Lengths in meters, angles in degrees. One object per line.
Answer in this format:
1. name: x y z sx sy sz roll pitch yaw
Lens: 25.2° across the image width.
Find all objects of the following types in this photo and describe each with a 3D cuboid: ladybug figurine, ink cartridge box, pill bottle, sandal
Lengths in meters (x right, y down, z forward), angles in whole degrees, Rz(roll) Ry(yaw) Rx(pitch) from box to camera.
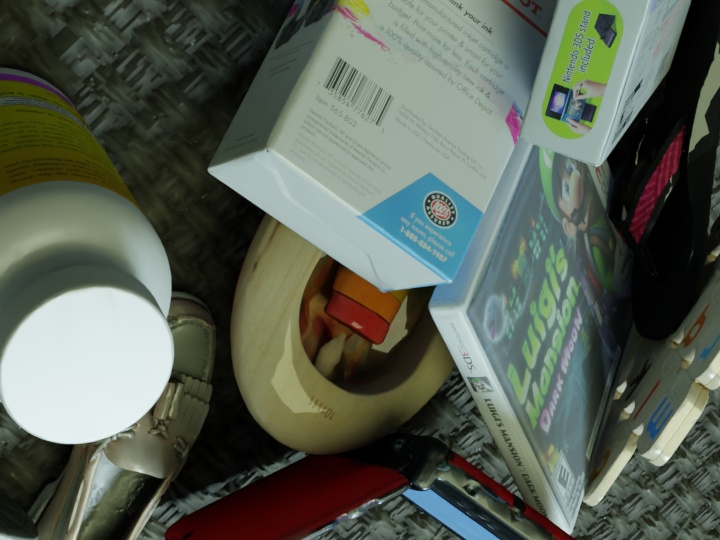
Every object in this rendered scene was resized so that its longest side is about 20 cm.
1. ladybug figurine: 0.000 0.000 0.852 0.135 0.072 0.201 38 77 -25
2. ink cartridge box: 0.025 -0.105 0.785 0.115 0.068 0.201 35 69 -23
3. pill bottle: -0.146 -0.009 0.715 0.103 0.200 0.105 -12 122 -20
4. sandal: 0.171 -0.062 0.917 0.045 0.075 0.202 5 100 -16

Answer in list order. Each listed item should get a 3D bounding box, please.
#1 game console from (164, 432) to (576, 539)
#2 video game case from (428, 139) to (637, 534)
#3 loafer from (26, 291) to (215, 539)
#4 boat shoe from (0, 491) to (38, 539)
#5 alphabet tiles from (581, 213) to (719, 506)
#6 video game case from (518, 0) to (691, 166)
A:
1. game console: 0.006 0.151 0.867 0.172 0.200 0.119 36 80 -10
2. video game case: 0.106 0.011 0.884 0.183 0.023 0.201 62 40 -37
3. loafer: -0.127 0.110 0.879 0.072 0.063 0.201 19 108 -34
4. boat shoe: -0.261 0.129 0.819 0.201 0.074 0.065 23 101 -42
5. alphabet tiles: 0.181 0.040 0.921 0.015 0.200 0.196 32 102 -5
6. video game case: 0.143 -0.166 0.789 0.045 0.200 0.183 21 115 12
